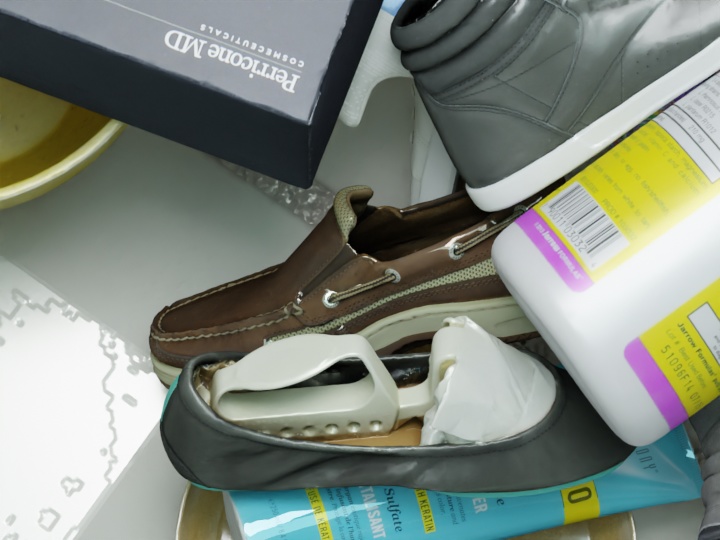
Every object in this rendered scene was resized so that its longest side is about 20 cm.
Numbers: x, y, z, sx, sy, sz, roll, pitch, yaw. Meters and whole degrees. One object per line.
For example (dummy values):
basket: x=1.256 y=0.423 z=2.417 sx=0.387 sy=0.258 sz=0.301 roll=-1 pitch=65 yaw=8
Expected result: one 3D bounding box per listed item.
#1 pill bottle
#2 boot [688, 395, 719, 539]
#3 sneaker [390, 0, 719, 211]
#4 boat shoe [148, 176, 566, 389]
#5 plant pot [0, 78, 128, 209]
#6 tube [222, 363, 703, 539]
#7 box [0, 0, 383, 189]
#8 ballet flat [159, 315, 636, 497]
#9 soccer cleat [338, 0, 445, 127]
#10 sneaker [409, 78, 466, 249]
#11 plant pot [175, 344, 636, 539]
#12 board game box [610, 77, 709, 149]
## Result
pill bottle: x=0.158 y=-0.027 z=1.181 sx=0.200 sy=0.104 sz=0.104 roll=-36 pitch=81 yaw=0
boot: x=0.225 y=0.049 z=1.202 sx=0.200 sy=0.070 sz=0.132 roll=-23 pitch=47 yaw=16
sneaker: x=0.099 y=-0.119 z=1.185 sx=0.200 sy=0.071 sz=0.099 roll=-37 pitch=110 yaw=7
boat shoe: x=0.001 y=-0.003 z=1.270 sx=0.202 sy=0.075 sz=0.075 roll=-13 pitch=115 yaw=11
plant pot: x=-0.173 y=-0.108 z=1.282 sx=0.200 sy=0.142 sz=0.200 roll=0 pitch=78 yaw=-1
tube: x=0.043 y=0.088 z=1.270 sx=0.200 sy=0.050 sz=0.078 roll=-17 pitch=85 yaw=-10
box: x=-0.080 y=-0.157 z=1.169 sx=0.200 sy=0.104 sz=0.182 roll=21 pitch=77 yaw=4
ballet flat: x=0.017 y=0.057 z=1.221 sx=0.200 sy=0.068 sz=0.068 roll=-4 pitch=45 yaw=-2
soccer cleat: x=0.076 y=-0.101 z=1.261 sx=0.200 sy=0.070 sz=0.087 roll=-3 pitch=103 yaw=-6
sneaker: x=0.046 y=-0.101 z=1.335 sx=0.085 sy=0.073 sz=0.200 roll=11 pitch=85 yaw=37
plant pot: x=0.020 y=0.126 z=1.295 sx=0.200 sy=0.027 sz=0.200 roll=0 pitch=77 yaw=-1
board game box: x=0.206 y=-0.094 z=1.338 sx=0.200 sy=0.039 sz=0.158 roll=-19 pitch=79 yaw=-5
